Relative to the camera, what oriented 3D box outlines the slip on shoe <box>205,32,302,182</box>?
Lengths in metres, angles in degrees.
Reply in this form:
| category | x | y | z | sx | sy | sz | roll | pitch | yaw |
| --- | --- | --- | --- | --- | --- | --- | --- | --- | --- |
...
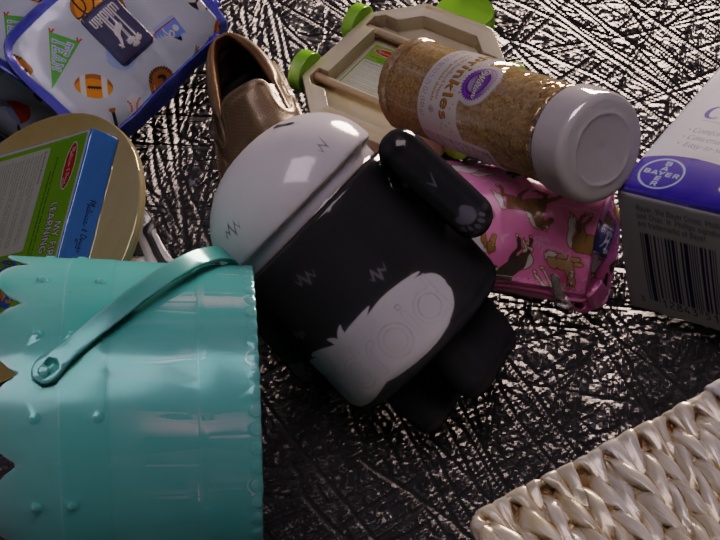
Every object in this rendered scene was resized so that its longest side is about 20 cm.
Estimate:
| category | x | y | z | sx | sy | sz | roll | pitch | yaw |
| --- | --- | --- | --- | --- | --- | --- | --- | --- | --- |
| slip on shoe | -0.073 | -0.103 | 1.048 | 0.075 | 0.061 | 0.201 | -23 | 37 | 8 |

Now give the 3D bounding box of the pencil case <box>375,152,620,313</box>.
| category | x | y | z | sx | sy | sz | roll | pitch | yaw |
| --- | --- | --- | --- | --- | --- | --- | --- | --- | --- |
| pencil case | 0.069 | -0.027 | 0.976 | 0.198 | 0.084 | 0.087 | 9 | 19 | 14 |

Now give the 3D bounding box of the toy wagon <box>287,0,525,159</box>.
| category | x | y | z | sx | sy | sz | roll | pitch | yaw |
| --- | --- | --- | --- | --- | --- | --- | --- | --- | --- |
| toy wagon | 0.048 | -0.156 | 1.129 | 0.154 | 0.040 | 0.200 | 26 | 53 | 26 |

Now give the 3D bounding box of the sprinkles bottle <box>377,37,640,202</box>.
| category | x | y | z | sx | sy | sz | roll | pitch | yaw |
| --- | --- | --- | --- | --- | --- | --- | --- | --- | --- |
| sprinkles bottle | 0.090 | -0.100 | 0.961 | 0.068 | 0.069 | 0.199 | -30 | 31 | -22 |

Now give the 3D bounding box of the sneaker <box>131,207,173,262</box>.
| category | x | y | z | sx | sy | sz | roll | pitch | yaw |
| --- | --- | --- | --- | --- | --- | --- | --- | --- | --- |
| sneaker | -0.159 | 0.003 | 0.974 | 0.080 | 0.074 | 0.200 | -29 | 47 | -12 |

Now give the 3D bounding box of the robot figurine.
| category | x | y | z | sx | sy | sz | roll | pitch | yaw |
| --- | --- | --- | --- | --- | --- | --- | --- | --- | --- |
| robot figurine | 0.001 | -0.002 | 0.893 | 0.150 | 0.125 | 0.200 | -45 | 93 | -3 |

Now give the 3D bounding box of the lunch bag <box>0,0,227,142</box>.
| category | x | y | z | sx | sy | sz | roll | pitch | yaw |
| --- | --- | --- | --- | --- | --- | --- | --- | --- | --- |
| lunch bag | -0.222 | -0.174 | 1.116 | 0.199 | 0.124 | 0.170 | 28 | 57 | 21 |

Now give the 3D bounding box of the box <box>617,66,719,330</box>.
| category | x | y | z | sx | sy | sz | roll | pitch | yaw |
| --- | --- | --- | --- | --- | --- | --- | --- | --- | --- |
| box | 0.290 | -0.052 | 0.938 | 0.183 | 0.106 | 0.200 | 17 | 49 | 36 |

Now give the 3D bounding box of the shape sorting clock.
| category | x | y | z | sx | sy | sz | roll | pitch | yaw |
| --- | --- | --- | --- | --- | --- | --- | --- | --- | --- |
| shape sorting clock | -0.219 | -0.014 | 0.973 | 0.199 | 0.039 | 0.202 | -21 | 52 | 29 |

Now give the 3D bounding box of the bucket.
| category | x | y | z | sx | sy | sz | roll | pitch | yaw |
| --- | --- | --- | --- | --- | --- | --- | --- | --- | --- |
| bucket | -0.121 | 0.086 | 0.807 | 0.133 | 0.208 | 0.208 | -1 | 45 | -6 |

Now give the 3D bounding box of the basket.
| category | x | y | z | sx | sy | sz | roll | pitch | yaw |
| --- | --- | --- | --- | --- | --- | --- | --- | --- | --- |
| basket | 0.163 | 0.193 | 0.674 | 0.160 | 0.201 | 0.199 | -22 | 48 | -13 |
